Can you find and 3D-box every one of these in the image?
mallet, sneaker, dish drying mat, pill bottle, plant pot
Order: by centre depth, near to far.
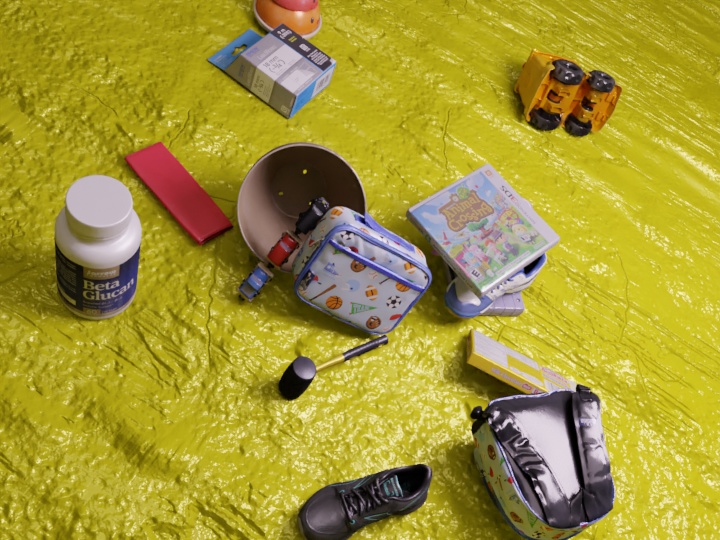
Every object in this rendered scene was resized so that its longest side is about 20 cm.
[{"bbox_3d":[0.009,0.299,0.997,0.196,0.080,0.076,-13,62,-26],"label":"sneaker"},{"bbox_3d":[-0.352,-0.031,1.008,0.109,0.201,0.113,10,53,-13],"label":"pill bottle"},{"bbox_3d":[-0.030,0.128,1.108,0.197,0.066,0.042,-23,68,-32],"label":"mallet"},{"bbox_3d":[-0.094,-0.113,1.193,0.196,0.204,0.135,13,18,-11],"label":"plant pot"},{"bbox_3d":[-0.294,-0.126,1.215,0.076,0.018,0.200,-33,72,-36],"label":"dish drying mat"},{"bbox_3d":[0.222,0.009,1.235,0.198,0.088,0.076,-26,73,-30],"label":"sneaker"}]

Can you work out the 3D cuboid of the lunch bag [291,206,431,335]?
[{"bbox_3d":[0.000,0.000,1.125,0.198,0.161,0.076,26,30,-25],"label":"lunch bag"}]

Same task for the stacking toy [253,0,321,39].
[{"bbox_3d":[-0.126,-0.569,1.470,0.143,0.201,0.149,10,54,-13],"label":"stacking toy"}]

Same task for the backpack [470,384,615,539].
[{"bbox_3d":[0.257,0.280,1.059,0.196,0.156,0.193,-7,52,-16],"label":"backpack"}]

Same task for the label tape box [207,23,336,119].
[{"bbox_3d":[-0.167,-0.398,1.423,0.198,0.064,0.145,36,51,5],"label":"label tape box"}]

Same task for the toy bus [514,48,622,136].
[{"bbox_3d":[0.435,-0.401,1.629,0.196,0.137,0.194,7,38,-19],"label":"toy bus"}]

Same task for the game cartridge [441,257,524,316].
[{"bbox_3d":[0.206,-0.014,1.320,0.127,0.039,0.203,5,55,-23],"label":"game cartridge"}]

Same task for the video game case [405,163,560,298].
[{"bbox_3d":[0.200,-0.071,1.215,0.198,0.022,0.183,-30,69,-29],"label":"video game case"}]

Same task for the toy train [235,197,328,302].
[{"bbox_3d":[-0.117,-0.028,1.122,0.034,0.200,0.046,40,10,-8],"label":"toy train"}]

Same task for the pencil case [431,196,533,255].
[{"bbox_3d":[0.207,-0.078,1.295,0.196,0.084,0.088,-8,94,-23],"label":"pencil case"}]

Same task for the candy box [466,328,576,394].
[{"bbox_3d":[0.258,0.163,1.190,0.197,0.027,0.102,28,16,-1],"label":"candy box"}]
